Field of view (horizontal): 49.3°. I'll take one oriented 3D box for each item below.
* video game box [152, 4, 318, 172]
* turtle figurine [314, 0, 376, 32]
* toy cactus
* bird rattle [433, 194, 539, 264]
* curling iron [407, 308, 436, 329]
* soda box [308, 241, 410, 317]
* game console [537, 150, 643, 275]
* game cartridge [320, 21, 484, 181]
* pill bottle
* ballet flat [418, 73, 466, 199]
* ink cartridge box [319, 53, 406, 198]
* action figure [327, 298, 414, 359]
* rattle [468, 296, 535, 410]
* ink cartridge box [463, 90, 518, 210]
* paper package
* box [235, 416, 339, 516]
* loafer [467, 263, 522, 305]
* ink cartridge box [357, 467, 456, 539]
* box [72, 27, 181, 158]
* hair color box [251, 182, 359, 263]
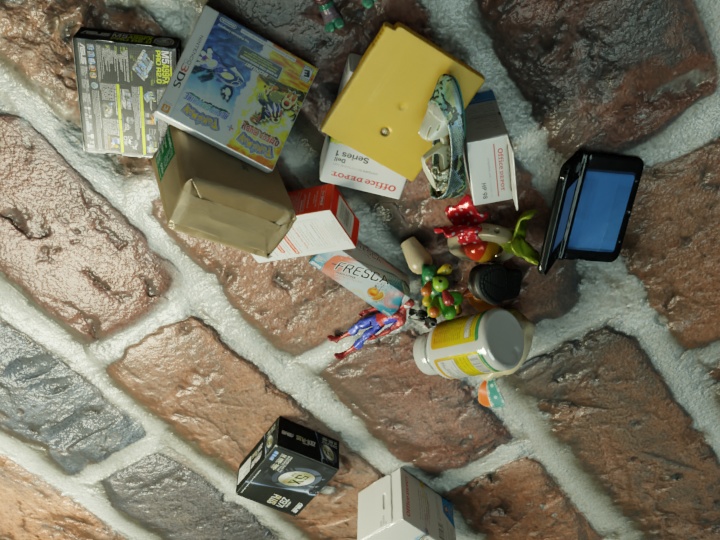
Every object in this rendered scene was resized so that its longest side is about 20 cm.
[{"bbox_3d":[-0.191,-0.277,1.211,0.199,0.047,0.183,25,87,-18],"label":"video game box"},{"bbox_3d":[-0.064,-0.443,1.116,0.149,0.101,0.200,-16,142,29],"label":"turtle figurine"},{"bbox_3d":[0.135,0.010,1.434,0.102,0.200,0.166,-33,81,9],"label":"toy cactus"},{"bbox_3d":[0.220,-0.050,1.399,0.199,0.113,0.163,2,158,-15],"label":"bird rattle"},{"bbox_3d":[0.122,0.095,1.469,0.049,0.200,0.026,14,92,-4],"label":"curling iron"},{"bbox_3d":[0.000,0.000,1.462,0.200,0.069,0.064,34,120,-22],"label":"soda box"},{"bbox_3d":[0.397,-0.094,1.350,0.116,0.176,0.201,17,115,21],"label":"game console"},{"bbox_3d":[0.063,-0.256,1.197,0.176,0.033,0.200,26,118,-20],"label":"game cartridge"},{"bbox_3d":[0.194,0.141,1.455,0.113,0.113,0.200,38,146,-25],"label":"pill bottle"},{"bbox_3d":[0.122,-0.191,1.177,0.074,0.074,0.201,-8,123,5],"label":"ballet flat"},{"bbox_3d":[0.025,-0.232,1.281,0.144,0.084,0.201,12,125,-10],"label":"ink cartridge box"},{"bbox_3d":[0.024,0.108,1.547,0.199,0.066,0.052,-32,151,21],"label":"action figure"},{"bbox_3d":[0.241,0.162,1.518,0.142,0.130,0.201,19,104,-44],"label":"rattle"},{"bbox_3d":[0.198,-0.187,1.244,0.066,0.201,0.116,-9,126,6],"label":"ink cartridge box"},{"bbox_3d":[-0.222,-0.137,1.251,0.190,0.200,0.104,17,122,-34],"label":"paper package"},{"bbox_3d":[-0.167,0.450,1.786,0.163,0.086,0.200,27,122,-20],"label":"box"},{"bbox_3d":[0.233,0.024,1.427,0.071,0.200,0.074,8,89,29],"label":"loafer"},{"bbox_3d":[0.109,0.599,1.861,0.144,0.148,0.200,-37,119,24],"label":"ink cartridge box"},{"bbox_3d":[-0.371,-0.281,1.268,0.159,0.044,0.201,4,127,-5],"label":"box"},{"bbox_3d":[-0.115,-0.080,1.366,0.199,0.064,0.111,-9,143,22],"label":"hair color box"}]
